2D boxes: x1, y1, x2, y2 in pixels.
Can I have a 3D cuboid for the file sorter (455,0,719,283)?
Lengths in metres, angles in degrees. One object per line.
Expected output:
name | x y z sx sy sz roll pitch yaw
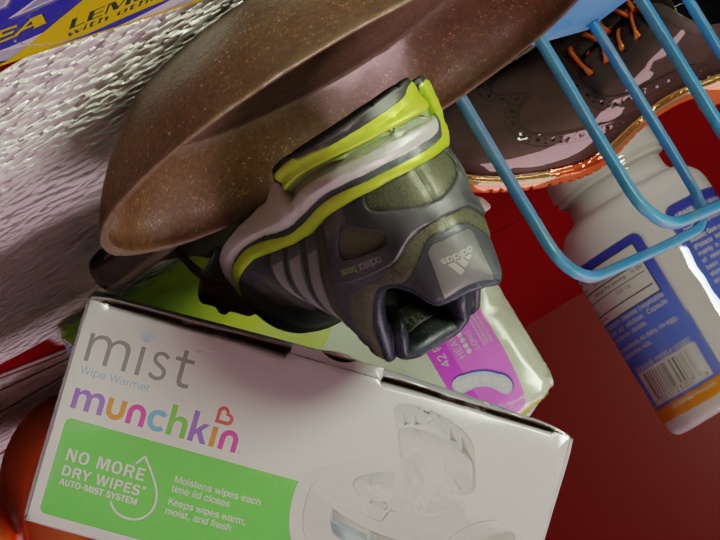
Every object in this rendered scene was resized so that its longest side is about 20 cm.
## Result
file sorter | 0.149 -0.099 0.820 0.200 0.123 0.139 -35 171 38

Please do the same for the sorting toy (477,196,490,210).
sorting toy | 0.004 0.049 1.183 0.107 0.200 0.180 4 -174 -4

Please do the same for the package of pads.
package of pads | -0.022 0.050 1.017 0.200 0.155 0.068 -29 173 -6

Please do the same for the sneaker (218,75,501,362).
sneaker | 0.000 0.000 0.778 0.074 0.081 0.200 -28 172 -14

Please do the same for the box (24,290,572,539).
box | -0.031 0.077 0.882 0.176 0.200 0.097 -173 -80 -82

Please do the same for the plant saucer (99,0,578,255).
plant saucer | -0.010 -0.071 0.720 0.200 0.037 0.200 -29 173 -4

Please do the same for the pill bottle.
pill bottle | 0.207 0.000 1.406 0.112 0.200 0.112 -29 172 -5

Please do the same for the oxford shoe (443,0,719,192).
oxford shoe | 0.115 -0.101 0.971 0.200 0.071 0.073 -27 146 -17

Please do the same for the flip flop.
flip flop | -0.043 -0.011 0.897 0.081 0.058 0.200 -33 169 20

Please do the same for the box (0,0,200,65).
box | -0.040 -0.079 0.328 0.200 0.064 0.070 -21 172 -11

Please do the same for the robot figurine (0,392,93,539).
robot figurine | -0.130 0.121 1.125 0.117 0.144 0.200 -66 -163 -5
